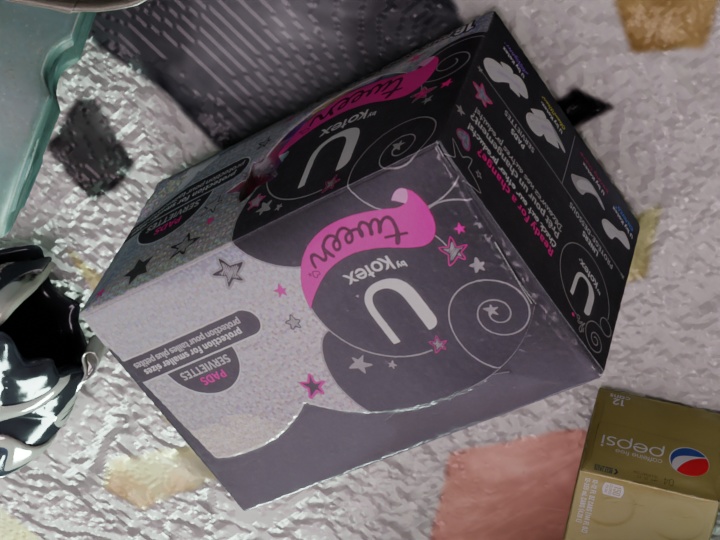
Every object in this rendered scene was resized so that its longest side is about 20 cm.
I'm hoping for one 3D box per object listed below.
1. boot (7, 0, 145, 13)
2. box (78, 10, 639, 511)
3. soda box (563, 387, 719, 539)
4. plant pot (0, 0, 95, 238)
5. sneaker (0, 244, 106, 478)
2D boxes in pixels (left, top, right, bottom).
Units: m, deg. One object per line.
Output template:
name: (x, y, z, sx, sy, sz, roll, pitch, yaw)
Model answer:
boot: (-0.128, -0.166, 0.660, 0.182, 0.200, 0.073, 14, 128, 7)
box: (0.000, 0.000, 0.798, 0.200, 0.115, 0.132, -24, 116, 30)
soda box: (0.130, 0.158, 0.907, 0.068, 0.064, 0.200, 12, 127, 8)
plant pot: (-0.212, -0.114, 0.744, 0.196, 0.200, 0.200, 21, 129, -9)
sneaker: (-0.214, 0.012, 0.898, 0.199, 0.080, 0.130, 41, 125, -14)
